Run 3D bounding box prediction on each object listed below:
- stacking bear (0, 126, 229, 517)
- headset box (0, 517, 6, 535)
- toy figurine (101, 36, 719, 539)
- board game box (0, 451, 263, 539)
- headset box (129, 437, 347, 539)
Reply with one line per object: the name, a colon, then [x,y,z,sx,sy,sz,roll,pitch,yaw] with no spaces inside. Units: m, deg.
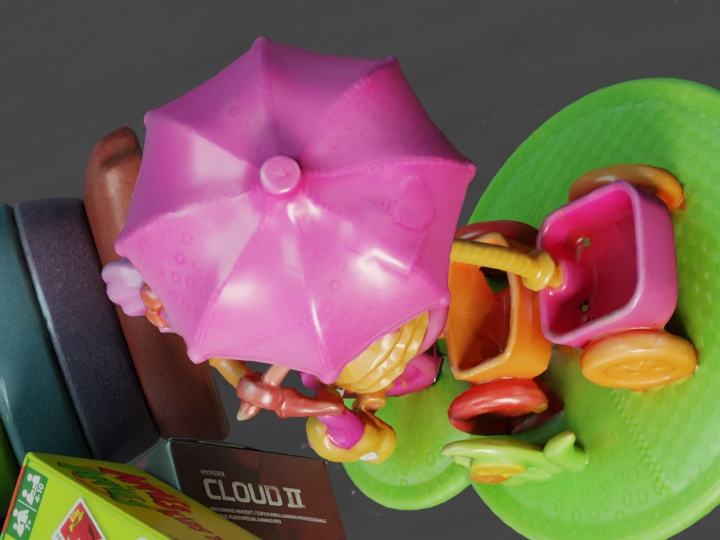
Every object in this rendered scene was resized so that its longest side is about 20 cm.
stacking bear: [-0.155,0.036,0.929,0.121,0.199,0.114,-170,62,-86]
headset box: [-0.214,0.092,1.056,0.174,0.093,0.201,-16,66,44]
toy figurine: [0.000,0.000,0.796,0.200,0.184,0.151,-21,62,41]
board game box: [-0.083,0.167,0.808,0.101,0.048,0.201,24,98,44]
headset box: [-0.064,0.160,0.877,0.149,0.077,0.201,-36,57,33]
